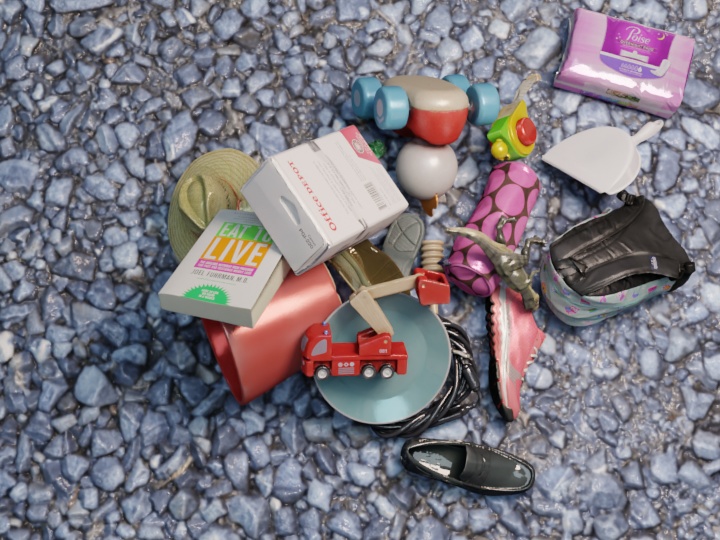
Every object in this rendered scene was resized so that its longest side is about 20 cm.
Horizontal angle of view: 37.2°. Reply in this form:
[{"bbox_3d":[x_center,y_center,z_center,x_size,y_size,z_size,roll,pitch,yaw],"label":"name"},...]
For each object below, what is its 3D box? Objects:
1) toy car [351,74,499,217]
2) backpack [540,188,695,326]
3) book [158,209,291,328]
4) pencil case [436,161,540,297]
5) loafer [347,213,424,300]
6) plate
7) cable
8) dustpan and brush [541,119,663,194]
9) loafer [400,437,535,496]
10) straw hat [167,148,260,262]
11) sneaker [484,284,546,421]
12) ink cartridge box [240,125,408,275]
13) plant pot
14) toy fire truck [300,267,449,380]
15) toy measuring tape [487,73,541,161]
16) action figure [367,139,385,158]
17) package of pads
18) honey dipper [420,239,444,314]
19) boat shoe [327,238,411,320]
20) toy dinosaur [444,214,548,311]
[{"bbox_3d":[0.092,-0.184,1.609,0.181,0.177,0.204,-5,109,-22],"label":"toy car"},{"bbox_3d":[0.361,-0.005,1.559,0.197,0.128,0.168,-21,57,-16],"label":"backpack"},{"bbox_3d":[-0.169,-0.006,1.441,0.131,0.049,0.201,10,39,14],"label":"book"},{"bbox_3d":[0.192,-0.064,1.589,0.091,0.093,0.202,41,66,-25],"label":"pencil case"},{"bbox_3d":[0.041,0.014,1.596,0.071,0.063,0.202,28,82,11],"label":"loafer"},{"bbox_3d":[0.029,0.119,1.497,0.196,0.026,0.204,-2,110,-4],"label":"plate"},{"bbox_3d":[0.070,0.153,1.549,0.197,0.051,0.166,-18,94,6],"label":"cable"},{"bbox_3d":[0.392,-0.186,1.633,0.199,0.058,0.139,-40,47,-14],"label":"dustpan and brush"},{"bbox_3d":[0.154,0.280,1.528,0.197,0.070,0.069,11,78,2],"label":"loafer"},{"bbox_3d":[-0.226,-0.094,1.576,0.197,0.085,0.205,-4,77,19],"label":"straw hat"},{"bbox_3d":[0.231,0.118,1.563,0.085,0.074,0.204,-1,77,-2],"label":"sneaker"},{"bbox_3d":[-0.047,-0.099,1.471,0.147,0.085,0.199,55,38,5],"label":"ink cartridge box"},{"bbox_3d":[-0.126,0.066,1.524,0.175,0.201,0.203,-22,78,-16],"label":"plant pot"},{"bbox_3d":[0.018,0.072,1.439,0.196,0.049,0.144,0,110,-6],"label":"toy fire truck"},{"bbox_3d":[0.245,-0.223,1.630,0.073,0.074,0.201,29,48,6],"label":"toy measuring tape"},{"bbox_3d":[-0.037,-0.140,1.620,0.199,0.055,0.118,-36,39,-21],"label":"action figure"},{"bbox_3d":[0.408,-0.324,1.661,0.196,0.076,0.123,16,79,3],"label":"package of pads"},{"bbox_3d":[0.108,0.057,1.598,0.037,0.038,0.204,0,81,0],"label":"honey dipper"},{"bbox_3d":[-0.002,0.000,1.544,0.201,0.063,0.073,48,41,11],"label":"boat shoe"},{"bbox_3d":[0.211,-0.026,1.518,0.200,0.047,0.089,42,72,-22],"label":"toy dinosaur"}]
